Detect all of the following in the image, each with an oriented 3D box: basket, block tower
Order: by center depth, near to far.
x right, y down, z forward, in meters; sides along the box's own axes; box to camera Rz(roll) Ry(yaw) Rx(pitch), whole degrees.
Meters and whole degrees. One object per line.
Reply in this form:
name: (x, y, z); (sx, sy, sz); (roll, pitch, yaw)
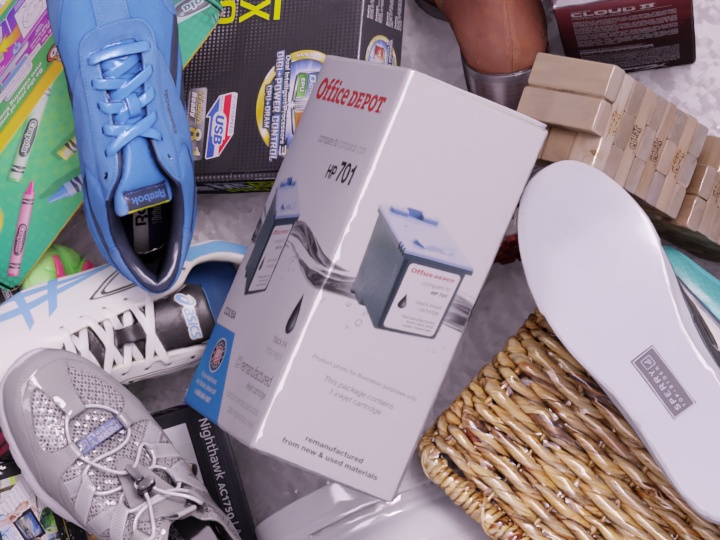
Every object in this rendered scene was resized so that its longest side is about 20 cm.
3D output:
basket: (0.143, 0.113, 1.450); (0.200, 0.143, 0.149); (40, 85, 9)
block tower: (0.159, -0.052, 1.453); (0.058, 0.200, 0.054); (16, 83, 44)

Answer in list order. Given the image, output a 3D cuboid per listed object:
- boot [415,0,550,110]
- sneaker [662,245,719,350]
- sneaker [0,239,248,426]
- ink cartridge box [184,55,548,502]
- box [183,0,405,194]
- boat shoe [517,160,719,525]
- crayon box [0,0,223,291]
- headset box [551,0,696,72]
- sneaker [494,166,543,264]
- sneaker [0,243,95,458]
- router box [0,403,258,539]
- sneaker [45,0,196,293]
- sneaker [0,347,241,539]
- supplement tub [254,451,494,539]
boot: (0.053, -0.207, 1.459); (0.068, 0.200, 0.189); (-7, 42, 1)
sneaker: (0.236, 0.042, 1.485); (0.200, 0.078, 0.080); (32, 83, -3)
sneaker: (-0.127, 0.030, 1.494); (0.200, 0.072, 0.072); (-23, 99, -34)
ink cartridge box: (0.000, 0.000, 1.396); (0.086, 0.146, 0.200); (21, 90, -18)
box: (-0.052, -0.144, 1.538); (0.160, 0.044, 0.201); (0, 82, 34)
boat shoe: (0.140, 0.039, 1.363); (0.069, 0.057, 0.200); (-31, 80, 6)
crayon box: (-0.166, -0.103, 1.518); (0.058, 0.119, 0.200); (29, 108, -31)
headset box: (0.132, -0.196, 1.468); (0.075, 0.200, 0.149); (-8, 82, 6)
sneaker: (0.068, -0.045, 1.520); (0.199, 0.078, 0.082); (-15, 79, 6)
sneaker: (-0.176, 0.087, 1.552); (0.084, 0.077, 0.201); (-9, 83, 36)
router box: (-0.121, 0.184, 1.483); (0.149, 0.051, 0.201); (-16, 90, -24)
sneaker: (-0.117, -0.081, 1.430); (0.066, 0.078, 0.201); (-12, 122, -10)
sneaker: (-0.105, 0.116, 1.422); (0.075, 0.082, 0.200); (-41, 93, -24)
supplement tub: (0.039, 0.203, 1.456); (0.145, 0.145, 0.200); (-25, 79, 5)
